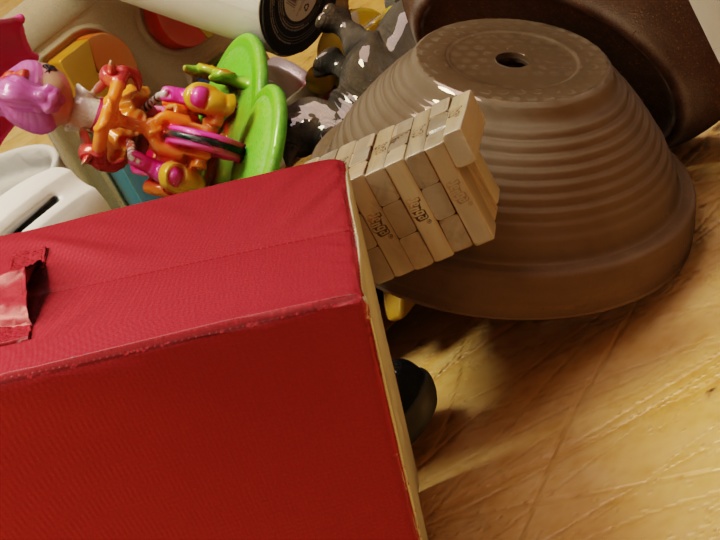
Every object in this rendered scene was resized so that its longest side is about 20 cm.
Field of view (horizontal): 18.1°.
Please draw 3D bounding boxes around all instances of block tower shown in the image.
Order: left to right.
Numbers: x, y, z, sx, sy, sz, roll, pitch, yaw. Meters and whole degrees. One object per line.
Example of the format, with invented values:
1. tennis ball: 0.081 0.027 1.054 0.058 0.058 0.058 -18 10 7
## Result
1. block tower: -0.028 -0.014 1.053 0.199 0.058 0.054 -24 20 17

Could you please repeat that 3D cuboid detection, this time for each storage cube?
1. storage cube: -0.070 0.077 0.962 0.178 0.201 0.171 -13 21 2

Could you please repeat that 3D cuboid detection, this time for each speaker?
1. speaker: -0.114 -0.198 1.413 0.199 0.082 0.081 22 49 31

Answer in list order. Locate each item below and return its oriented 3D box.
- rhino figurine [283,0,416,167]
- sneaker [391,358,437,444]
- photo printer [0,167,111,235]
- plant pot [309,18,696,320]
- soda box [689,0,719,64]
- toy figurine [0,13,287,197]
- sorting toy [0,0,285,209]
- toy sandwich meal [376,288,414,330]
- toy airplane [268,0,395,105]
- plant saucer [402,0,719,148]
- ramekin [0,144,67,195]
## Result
1. rhino figurine: 0.010 -0.117 1.329 0.087 0.060 0.200 36 70 29
2. sneaker: -0.066 0.071 1.109 0.198 0.115 0.076 -21 24 19
3. photo printer: -0.203 0.044 1.255 0.166 0.069 0.201 -47 -17 -30
4. plant pot: 0.074 -0.065 1.137 0.199 0.093 0.201 3 30 -2
5. soda box: 0.200 -0.130 1.083 0.063 0.201 0.068 -20 22 26
6. toy figurine: -0.155 -0.084 1.294 0.200 0.183 0.151 -166 89 -72
7. sorting toy: -0.132 -0.124 1.516 0.036 0.201 0.185 -8 29 52
8. toy sandwich meal: 0.000 0.000 1.256 0.204 0.071 0.205 -27 10 5
9. toy airplane: -0.012 -0.138 1.472 0.198 0.142 0.200 -25 22 16
10. plant saucer: 0.106 -0.119 1.217 0.199 0.200 0.035 -5 52 49
11. ramekin: -0.261 0.014 1.510 0.199 0.105 0.200 -27 20 11
